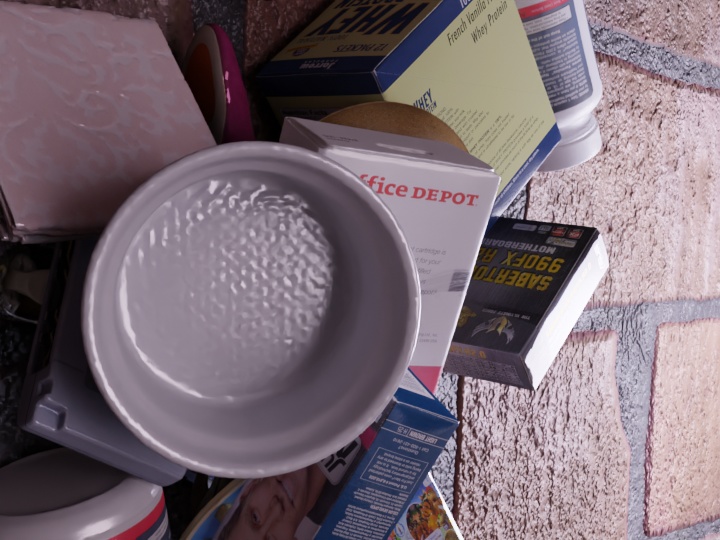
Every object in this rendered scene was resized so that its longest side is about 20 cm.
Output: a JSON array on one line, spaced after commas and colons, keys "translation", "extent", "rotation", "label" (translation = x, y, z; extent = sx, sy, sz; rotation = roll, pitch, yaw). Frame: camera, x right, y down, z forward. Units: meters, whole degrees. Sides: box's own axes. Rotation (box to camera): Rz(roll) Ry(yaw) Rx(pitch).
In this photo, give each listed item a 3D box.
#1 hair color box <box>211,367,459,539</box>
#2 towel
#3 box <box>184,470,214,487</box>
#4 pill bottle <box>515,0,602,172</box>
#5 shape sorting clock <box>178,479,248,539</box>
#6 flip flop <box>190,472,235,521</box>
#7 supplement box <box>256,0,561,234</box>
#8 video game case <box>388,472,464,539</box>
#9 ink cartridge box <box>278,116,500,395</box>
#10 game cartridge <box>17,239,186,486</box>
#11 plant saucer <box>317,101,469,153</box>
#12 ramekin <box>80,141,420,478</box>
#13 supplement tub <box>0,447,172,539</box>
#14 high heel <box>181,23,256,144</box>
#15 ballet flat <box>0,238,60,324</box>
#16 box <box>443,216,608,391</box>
[{"translation": [-0.025, 0.154, 0.811], "extent": [0.060, 0.100, 0.200], "rotation": [22, 103, -34], "label": "hair color box"}, {"translation": [-0.189, -0.104, 0.800], "extent": [0.200, 0.032, 0.191], "rotation": [-5, 62, -49], "label": "towel"}, {"translation": [-0.100, 0.075, 0.951], "extent": [0.137, 0.040, 0.200], "rotation": [43, 76, -43], "label": "box"}, {"translation": [0.188, -0.211, 1.231], "extent": [0.120, 0.119, 0.200], "rotation": [-41, 123, -39], "label": "pill bottle"}, {"translation": [-0.064, 0.215, 0.925], "extent": [0.200, 0.039, 0.200], "rotation": [-29, 141, -26], "label": "shape sorting clock"}, {"translation": [-0.100, 0.167, 0.925], "extent": [0.081, 0.058, 0.200], "rotation": [1, 122, -47], "label": "flip flop"}, {"translation": [0.050, -0.143, 1.034], "extent": [0.200, 0.134, 0.200], "rotation": [-50, 129, -33], "label": "supplement box"}, {"translation": [0.055, 0.267, 0.928], "extent": [0.143, 0.018, 0.200], "rotation": [-27, 90, -53], "label": "video game case"}, {"translation": [0.000, 0.000, 0.860], "extent": [0.146, 0.083, 0.200], "rotation": [6, 110, -26], "label": "ink cartridge box"}, {"translation": [-0.153, 0.039, 0.800], "extent": [0.133, 0.040, 0.200], "rotation": [30, 49, -34], "label": "game cartridge"}, {"translation": [0.014, -0.031, 0.923], "extent": [0.200, 0.035, 0.201], "rotation": [-10, 116, -20], "label": "plant saucer"}, {"translation": [-0.072, 0.017, 0.727], "extent": [0.200, 0.098, 0.201], "rotation": [-3, 100, -14], "label": "ramekin"}, {"translation": [-0.193, 0.235, 0.814], "extent": [0.140, 0.140, 0.201], "rotation": [-23, 111, -46], "label": "supplement tub"}, {"translation": [-0.093, -0.104, 0.954], "extent": [0.096, 0.067, 0.201], "rotation": [-20, 123, -39], "label": "high heel"}, {"translation": [-0.196, 0.020, 0.845], "extent": [0.200, 0.072, 0.072], "rotation": [18, 80, -49], "label": "ballet flat"}, {"translation": [0.100, 0.019, 1.062], "extent": [0.158, 0.200, 0.048], "rotation": [-52, 133, -31], "label": "box"}]
